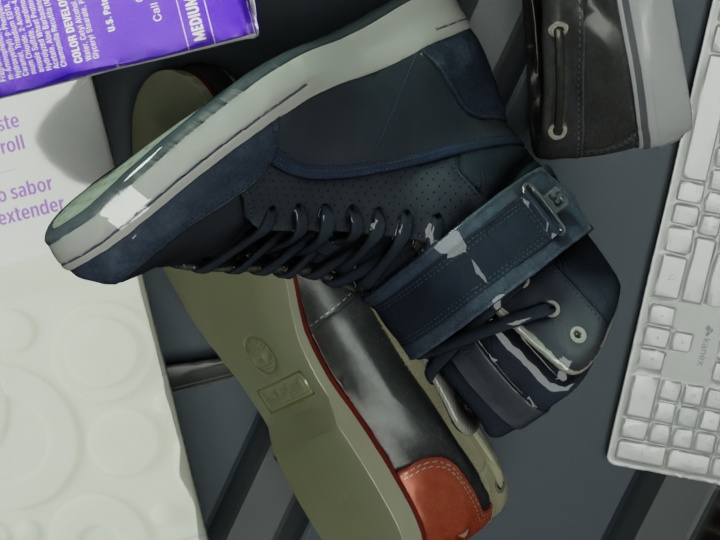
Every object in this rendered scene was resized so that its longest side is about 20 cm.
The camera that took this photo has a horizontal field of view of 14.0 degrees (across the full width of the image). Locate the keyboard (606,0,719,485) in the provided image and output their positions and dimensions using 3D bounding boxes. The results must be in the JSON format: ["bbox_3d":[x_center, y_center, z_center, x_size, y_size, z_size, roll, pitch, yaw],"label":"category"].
[{"bbox_3d":[0.137,-0.018,1.063,0.056,0.011,0.201,9,106,-9],"label":"keyboard"}]

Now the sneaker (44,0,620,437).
[{"bbox_3d":[0.001,-0.001,0.950,0.077,0.202,0.146,-29,91,45],"label":"sneaker"}]

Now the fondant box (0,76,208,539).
[{"bbox_3d":[-0.141,0.033,1.015,0.144,0.058,0.201,-14,104,-3],"label":"fondant box"}]

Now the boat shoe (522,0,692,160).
[{"bbox_3d":[0.060,-0.129,0.995,0.066,0.070,0.201,-16,116,-2],"label":"boat shoe"}]

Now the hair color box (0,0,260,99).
[{"bbox_3d":[-0.139,-0.092,0.960,0.199,0.109,0.065,-16,108,-1],"label":"hair color box"}]

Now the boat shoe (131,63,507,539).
[{"bbox_3d":[-0.014,0.013,1.030,0.062,0.071,0.200,-31,96,-34],"label":"boat shoe"}]

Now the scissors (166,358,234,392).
[{"bbox_3d":[-0.129,0.055,1.059,0.199,0.014,0.073,4,104,-8],"label":"scissors"}]
